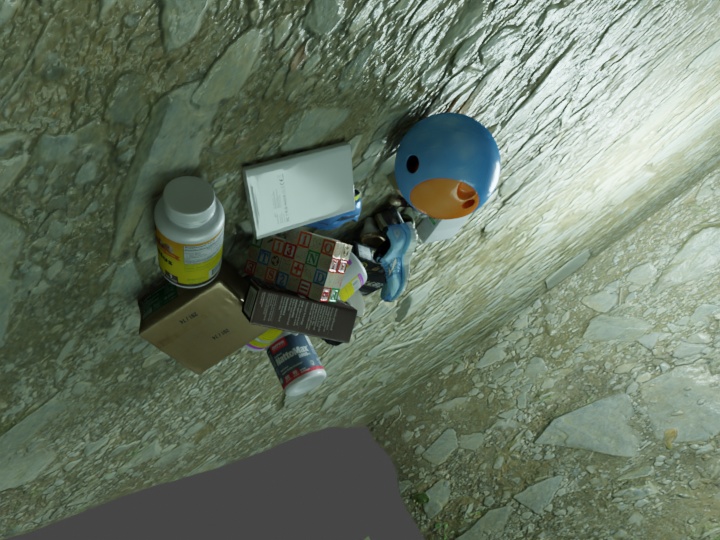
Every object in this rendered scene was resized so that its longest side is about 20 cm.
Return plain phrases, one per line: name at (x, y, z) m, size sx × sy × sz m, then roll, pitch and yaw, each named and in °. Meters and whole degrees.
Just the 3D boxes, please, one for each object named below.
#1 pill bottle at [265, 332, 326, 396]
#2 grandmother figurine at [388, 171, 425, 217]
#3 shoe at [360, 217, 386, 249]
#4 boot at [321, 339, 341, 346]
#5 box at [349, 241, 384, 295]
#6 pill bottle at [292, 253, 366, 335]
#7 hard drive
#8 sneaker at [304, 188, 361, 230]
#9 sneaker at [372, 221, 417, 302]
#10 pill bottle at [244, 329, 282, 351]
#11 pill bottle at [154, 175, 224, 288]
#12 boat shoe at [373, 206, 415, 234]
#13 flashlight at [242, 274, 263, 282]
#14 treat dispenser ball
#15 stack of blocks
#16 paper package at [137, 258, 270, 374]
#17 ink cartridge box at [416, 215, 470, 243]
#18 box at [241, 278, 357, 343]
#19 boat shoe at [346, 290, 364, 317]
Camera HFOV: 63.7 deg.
pill bottle at (-0.185, 0.221, 1.552) m, size 0.119 × 0.200 × 0.120 m, roll -25°, pitch 157°, yaw -12°
grandmother figurine at (0.127, -0.172, 1.307) m, size 0.121 × 0.061 × 0.200 m, roll -5°, pitch 165°, yaw 14°
shoe at (0.047, -0.071, 1.410) m, size 0.070 × 0.054 × 0.200 m, roll -14°, pitch 159°, yaw 11°
boot at (-0.090, 0.124, 1.507) m, size 0.076 × 0.169 × 0.200 m, roll -25°, pitch 157°, yaw -8°
box at (0.000, 0.000, 1.427) m, size 0.161 × 0.049 × 0.200 m, roll -25°, pitch 153°, yaw 36°
pill bottle at (-0.088, 0.045, 1.243) m, size 0.200 × 0.104 × 0.104 m, roll -42°, pitch 162°, yaw -19°
hard drive at (-0.106, -0.145, 1.041) m, size 0.199 × 0.027 × 0.132 m, roll -19°, pitch 125°, yaw -23°
sneaker at (-0.083, -0.104, 1.144) m, size 0.200 × 0.066 × 0.079 m, roll -18°, pitch 124°, yaw -30°
sneaker at (0.065, -0.021, 1.336) m, size 0.090 × 0.078 × 0.201 m, roll 1°, pitch 116°, yaw -17°
pill bottle at (-0.215, 0.102, 1.393) m, size 0.200 × 0.104 × 0.104 m, roll -43°, pitch 154°, yaw 30°
pill bottle at (-0.283, -0.063, 0.963) m, size 0.109 × 0.109 × 0.200 m, roll -18°, pitch 154°, yaw -25°
boat shoe at (0.101, -0.102, 1.389) m, size 0.066 × 0.072 × 0.201 m, roll -32°, pitch 156°, yaw 17°
flashlight at (-0.225, 0.018, 1.270) m, size 0.199 × 0.068 × 0.068 m, roll -28°, pitch 132°, yaw 3°
treat dispenser ball at (0.165, -0.197, 1.105) m, size 0.200 × 0.201 × 0.201 m, roll -25°, pitch 157°, yaw -11°
stack of blocks at (-0.125, -0.022, 1.129) m, size 0.059 × 0.199 × 0.116 m, roll 9°, pitch 97°, yaw -59°
paper package at (-0.314, 0.087, 1.176) m, size 0.200 × 0.104 × 0.191 m, roll -33°, pitch 133°, yaw 7°
ink cartridge box at (0.232, -0.153, 1.475) m, size 0.109 × 0.050 × 0.200 m, roll -13°, pitch 151°, yaw -35°
box at (-0.117, 0.078, 1.113) m, size 0.199 × 0.100 × 0.075 m, roll 16°, pitch 93°, yaw -23°
boat shoe at (-0.049, 0.064, 1.427) m, size 0.057 × 0.067 × 0.200 m, roll -1°, pitch 158°, yaw 25°
